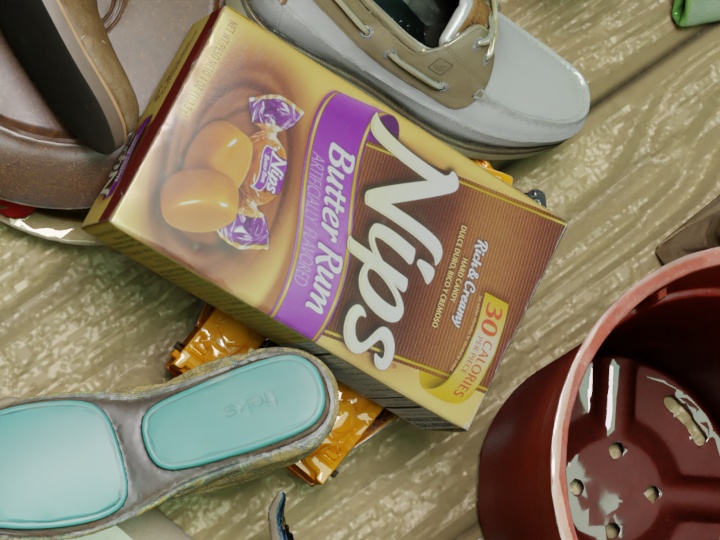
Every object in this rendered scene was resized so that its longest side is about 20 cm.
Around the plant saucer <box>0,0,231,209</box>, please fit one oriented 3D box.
[{"bbox_3d":[-0.141,-0.130,1.015,0.200,0.034,0.200,2,82,-15],"label":"plant saucer"}]

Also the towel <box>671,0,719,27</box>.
[{"bbox_3d":[0.261,-0.215,1.152,0.200,0.031,0.149,-13,113,-16],"label":"towel"}]

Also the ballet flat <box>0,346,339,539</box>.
[{"bbox_3d":[-0.106,0.085,0.993,0.200,0.071,0.071,-15,85,-5],"label":"ballet flat"}]

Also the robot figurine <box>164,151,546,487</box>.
[{"bbox_3d":[0.000,0.000,1.069,0.145,0.058,0.200,40,75,-6],"label":"robot figurine"}]

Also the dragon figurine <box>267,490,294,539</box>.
[{"bbox_3d":[0.028,0.179,1.046,0.099,0.059,0.200,-30,94,-19],"label":"dragon figurine"}]

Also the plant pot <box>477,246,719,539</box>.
[{"bbox_3d":[0.154,0.100,1.021,0.201,0.195,0.201,2,82,-14],"label":"plant pot"}]

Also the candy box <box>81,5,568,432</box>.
[{"bbox_3d":[-0.014,-0.021,1.000,0.200,0.056,0.117,31,76,-18],"label":"candy box"}]

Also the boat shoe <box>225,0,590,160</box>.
[{"bbox_3d":[0.037,-0.112,1.032,0.200,0.068,0.075,17,54,-28],"label":"boat shoe"}]

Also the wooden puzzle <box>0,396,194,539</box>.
[{"bbox_3d":[-0.158,0.188,1.005,0.185,0.046,0.200,40,74,-5],"label":"wooden puzzle"}]

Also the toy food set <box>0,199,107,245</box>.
[{"bbox_3d":[-0.129,-0.112,1.057,0.198,0.049,0.200,5,80,-14],"label":"toy food set"}]

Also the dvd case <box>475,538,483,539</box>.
[{"bbox_3d":[0.027,0.241,1.008,0.200,0.016,0.149,-41,113,0],"label":"dvd case"}]

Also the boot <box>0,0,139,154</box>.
[{"bbox_3d":[-0.139,-0.151,0.969,0.075,0.074,0.200,-25,86,-27],"label":"boot"}]

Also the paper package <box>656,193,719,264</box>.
[{"bbox_3d":[0.293,0.010,1.120,0.191,0.103,0.200,-37,93,-17],"label":"paper package"}]
